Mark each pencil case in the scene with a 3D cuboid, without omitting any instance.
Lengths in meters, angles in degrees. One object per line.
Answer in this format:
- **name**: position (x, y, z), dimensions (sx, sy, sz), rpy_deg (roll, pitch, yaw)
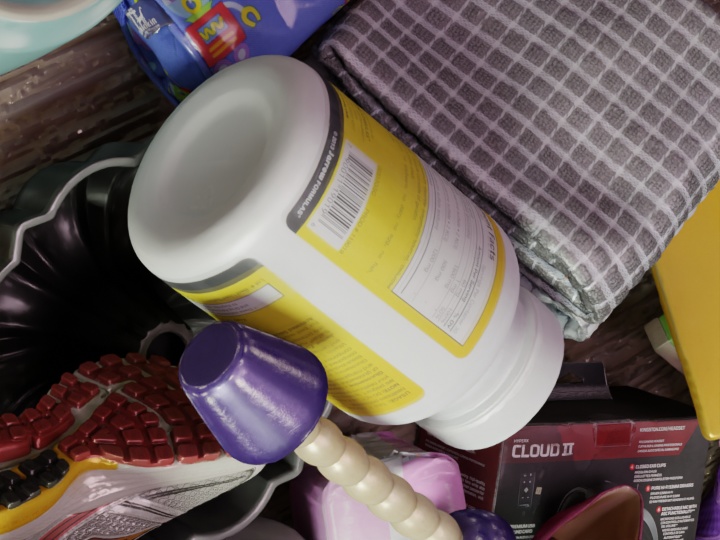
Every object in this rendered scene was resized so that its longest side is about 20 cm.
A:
- **pencil case**: position (-0.032, -0.160, 1.153), dimensions (0.200, 0.078, 0.087), rpy_deg (-45, 97, -18)

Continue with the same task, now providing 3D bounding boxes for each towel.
- **towel**: position (0.083, -0.088, 1.187), dimensions (0.200, 0.086, 0.166), rpy_deg (39, 70, 3)

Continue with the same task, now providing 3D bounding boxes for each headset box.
- **headset box**: position (0.103, 0.148, 1.328), dimensions (0.149, 0.077, 0.200), rpy_deg (-1, 101, -36)

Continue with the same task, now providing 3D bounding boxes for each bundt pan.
- **bundt pan**: position (-0.108, 0.032, 1.146), dimensions (0.202, 0.076, 0.202), rpy_deg (-9, 106, -33)

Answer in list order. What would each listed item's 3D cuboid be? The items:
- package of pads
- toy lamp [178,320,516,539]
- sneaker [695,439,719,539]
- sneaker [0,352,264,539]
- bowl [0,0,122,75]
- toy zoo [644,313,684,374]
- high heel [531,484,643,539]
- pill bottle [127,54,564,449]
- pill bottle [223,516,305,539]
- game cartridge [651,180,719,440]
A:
- **package of pads**: position (0.016, 0.183, 1.217), dimensions (0.076, 0.121, 0.200), rpy_deg (-7, 93, -9)
- **toy lamp**: position (-0.006, 0.085, 1.077), dimensions (0.058, 0.058, 0.200), rpy_deg (-56, 131, -11)
- **sneaker**: position (0.227, 0.089, 1.369), dimensions (0.088, 0.200, 0.081), rpy_deg (24, 45, -8)
- **sneaker**: position (-0.126, 0.095, 1.068), dimensions (0.200, 0.078, 0.082), rpy_deg (-14, 133, -35)
- **bowl**: position (-0.160, -0.168, 1.042), dimensions (0.201, 0.105, 0.201), rpy_deg (-10, 108, -35)
- **toy zoo**: position (0.273, 0.010, 1.371), dimensions (0.200, 0.020, 0.131), rpy_deg (-36, 137, 18)
- **high heel**: position (0.109, 0.142, 1.182), dimensions (0.096, 0.067, 0.200), rpy_deg (-55, 169, -3)
- **pill bottle**: position (0.000, 0.000, 1.099), dimensions (0.200, 0.112, 0.112), rpy_deg (38, 79, -36)
- **pill bottle**: position (-0.071, 0.229, 1.201), dimensions (0.112, 0.112, 0.200), rpy_deg (-15, 110, -32)
- **game cartridge**: position (0.234, -0.030, 1.287), dimensions (0.176, 0.032, 0.200), rpy_deg (-16, 88, 1)
